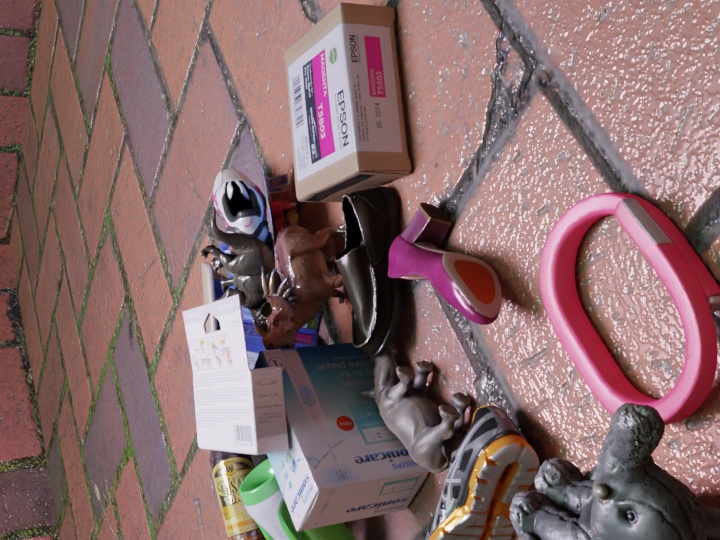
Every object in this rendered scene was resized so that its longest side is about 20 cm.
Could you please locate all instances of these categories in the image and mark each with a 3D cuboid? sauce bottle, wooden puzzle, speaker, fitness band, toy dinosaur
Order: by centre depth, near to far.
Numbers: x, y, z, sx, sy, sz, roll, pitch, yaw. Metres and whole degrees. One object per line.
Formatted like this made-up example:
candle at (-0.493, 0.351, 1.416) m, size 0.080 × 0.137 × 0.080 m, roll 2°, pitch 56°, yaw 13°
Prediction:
fitness band at (0.214, 0.027, 0.733) m, size 0.200 × 0.037 × 0.144 m, roll 66°, pitch 147°, yaw 35°
speaker at (-0.060, 0.320, 1.101) m, size 0.200 × 0.088 × 0.088 m, roll 55°, pitch 152°, yaw -12°
toy dinosaur at (-0.077, -0.001, 1.137) m, size 0.086 × 0.135 × 0.200 m, roll 118°, pitch 144°, yaw -44°
toy dinosaur at (-0.144, 0.001, 1.180) m, size 0.077 × 0.102 × 0.200 m, roll -75°, pitch -24°, yaw -65°
sauce bottle at (-0.182, 0.295, 1.315) m, size 0.066 × 0.066 × 0.200 m, roll -41°, pitch 64°, yaw 54°
wooden puzzle at (-0.197, 0.095, 1.400) m, size 0.200 × 0.046 × 0.186 m, roll 71°, pitch -168°, yaw -76°

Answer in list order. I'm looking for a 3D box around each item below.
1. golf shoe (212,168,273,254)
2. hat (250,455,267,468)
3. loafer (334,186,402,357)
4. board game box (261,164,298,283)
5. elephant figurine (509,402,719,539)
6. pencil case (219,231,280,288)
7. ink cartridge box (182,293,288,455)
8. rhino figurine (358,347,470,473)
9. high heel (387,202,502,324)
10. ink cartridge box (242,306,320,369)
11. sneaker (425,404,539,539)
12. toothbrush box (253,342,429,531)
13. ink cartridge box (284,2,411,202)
golf shoe at (-0.164, -0.097, 1.266) m, size 0.200 × 0.072 × 0.092 m, roll -118°, pitch 20°, yaw -50°
hat at (-0.083, 0.290, 1.232) m, size 0.201 × 0.081 × 0.201 m, roll 163°, pitch 90°, yaw -72°
loafer at (0.000, 0.000, 1.056) m, size 0.073 × 0.071 × 0.200 m, roll -21°, pitch 67°, yaw 60°
board game box at (-0.100, -0.049, 1.259) m, size 0.158 × 0.039 × 0.200 m, roll -107°, pitch 8°, yaw -57°
elephant figurine at (0.200, 0.192, 0.657) m, size 0.200 × 0.155 × 0.142 m, roll 136°, pitch 148°, yaw -64°
pencil case at (-0.154, 0.043, 1.321) m, size 0.087 × 0.078 × 0.200 m, roll -7°, pitch 92°, yaw 37°
ink cartridge box at (-0.151, 0.124, 1.080) m, size 0.200 × 0.045 × 0.177 m, roll -15°, pitch 80°, yaw 60°
rhino figurine at (0.052, 0.146, 1.003) m, size 0.200 × 0.060 × 0.088 m, roll 40°, pitch 123°, yaw 55°
high heel at (0.082, 0.018, 0.930) m, size 0.096 × 0.067 × 0.200 m, roll -64°, pitch 24°, yaw 25°
ink cartridge box at (-0.129, 0.143, 1.263) m, size 0.042 × 0.119 × 0.200 m, roll -93°, pitch 15°, yaw -66°
sneaker at (0.113, 0.217, 0.896) m, size 0.077 × 0.078 × 0.200 m, roll -108°, pitch 34°, yaw -50°
toothbrush box at (-0.032, 0.187, 1.068) m, size 0.200 × 0.146 × 0.085 m, roll 63°, pitch 142°, yaw 38°
ink cartridge box at (-0.020, -0.194, 1.091) m, size 0.165 × 0.075 × 0.200 m, roll -19°, pitch 75°, yaw 61°
